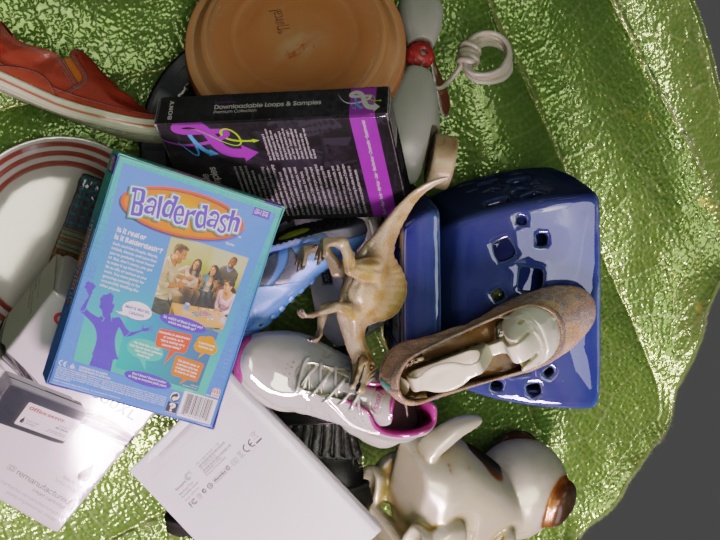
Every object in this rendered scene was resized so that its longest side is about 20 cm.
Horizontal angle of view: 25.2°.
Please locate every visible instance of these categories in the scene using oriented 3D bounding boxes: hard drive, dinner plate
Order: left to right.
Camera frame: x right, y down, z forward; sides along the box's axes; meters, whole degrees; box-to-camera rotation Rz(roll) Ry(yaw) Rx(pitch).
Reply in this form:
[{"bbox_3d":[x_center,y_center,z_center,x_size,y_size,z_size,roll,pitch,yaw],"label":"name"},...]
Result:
[{"bbox_3d":[-0.274,-0.023,1.475,0.198,0.024,0.203,-2,100,-14],"label":"dinner plate"},{"bbox_3d":[-0.095,0.208,1.472,0.132,0.027,0.200,-44,90,3],"label":"hard drive"}]

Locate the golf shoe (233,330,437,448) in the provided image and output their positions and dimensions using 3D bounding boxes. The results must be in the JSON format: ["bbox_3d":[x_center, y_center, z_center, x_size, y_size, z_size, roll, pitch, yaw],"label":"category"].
[{"bbox_3d":[-0.017,0.102,1.431,0.199,0.091,0.076,22,77,-28],"label":"golf shoe"}]

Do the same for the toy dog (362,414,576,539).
[{"bbox_3d":[0.108,0.212,1.559,0.198,0.139,0.196,1,113,-35],"label":"toy dog"}]

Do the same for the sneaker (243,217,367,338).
[{"bbox_3d":[-0.081,0.012,1.438,0.198,0.066,0.079,-20,99,5],"label":"sneaker"}]

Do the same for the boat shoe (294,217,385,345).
[{"bbox_3d":[-0.011,-0.034,1.494,0.065,0.072,0.202,-21,103,-44],"label":"boat shoe"}]

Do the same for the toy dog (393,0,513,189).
[{"bbox_3d":[0.045,-0.149,1.490,0.131,0.096,0.201,31,63,-1],"label":"toy dog"}]

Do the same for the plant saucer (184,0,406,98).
[{"bbox_3d":[-0.058,-0.202,1.434,0.198,0.032,0.202,1,64,-1],"label":"plant saucer"}]

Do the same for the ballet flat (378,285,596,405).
[{"bbox_3d":[0.113,0.071,1.379,0.198,0.067,0.069,-23,101,3],"label":"ballet flat"}]

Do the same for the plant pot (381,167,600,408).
[{"bbox_3d":[0.115,0.014,1.497,0.178,0.200,0.202,-2,102,-7],"label":"plant pot"}]

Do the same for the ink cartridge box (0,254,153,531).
[{"bbox_3d":[-0.270,0.110,1.440,0.144,0.084,0.200,34,106,-21],"label":"ink cartridge box"}]

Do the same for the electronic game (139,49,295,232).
[{"bbox_3d":[-0.107,-0.120,1.490,0.198,0.042,0.202,-5,104,-22],"label":"electronic game"}]

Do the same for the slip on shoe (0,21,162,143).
[{"bbox_3d":[-0.248,-0.162,1.415,0.198,0.074,0.062,23,88,4],"label":"slip on shoe"}]

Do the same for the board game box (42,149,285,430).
[{"bbox_3d":[-0.166,0.017,1.361,0.151,0.045,0.202,18,93,-18],"label":"board game box"}]

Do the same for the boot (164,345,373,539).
[{"bbox_3d":[-0.095,0.160,1.523,0.209,0.079,0.160,-12,92,3],"label":"boot"}]

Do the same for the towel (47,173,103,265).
[{"bbox_3d":[-0.185,0.009,1.473,0.198,0.022,0.148,20,103,-16],"label":"towel"}]

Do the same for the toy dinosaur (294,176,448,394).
[{"bbox_3d":[0.000,0.000,1.390,0.100,0.058,0.202,15,97,-24],"label":"toy dinosaur"}]

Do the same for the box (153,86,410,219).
[{"bbox_3d":[-0.063,-0.097,1.381,0.198,0.036,0.143,-2,146,8],"label":"box"}]
